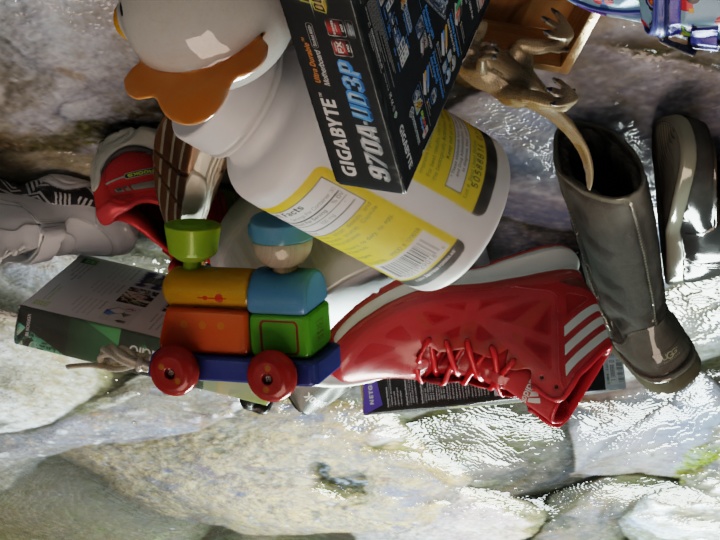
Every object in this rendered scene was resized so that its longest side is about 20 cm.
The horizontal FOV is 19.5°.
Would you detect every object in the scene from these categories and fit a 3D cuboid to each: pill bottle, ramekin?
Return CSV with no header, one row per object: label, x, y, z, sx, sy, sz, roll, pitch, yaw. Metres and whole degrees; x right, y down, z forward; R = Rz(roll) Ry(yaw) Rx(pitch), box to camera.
pill bottle,-0.014,-0.075,1.305,0.199,0.112,0.111,28,144,-27
ramekin,0.000,0.000,1.482,0.201,0.095,0.203,-17,148,-11

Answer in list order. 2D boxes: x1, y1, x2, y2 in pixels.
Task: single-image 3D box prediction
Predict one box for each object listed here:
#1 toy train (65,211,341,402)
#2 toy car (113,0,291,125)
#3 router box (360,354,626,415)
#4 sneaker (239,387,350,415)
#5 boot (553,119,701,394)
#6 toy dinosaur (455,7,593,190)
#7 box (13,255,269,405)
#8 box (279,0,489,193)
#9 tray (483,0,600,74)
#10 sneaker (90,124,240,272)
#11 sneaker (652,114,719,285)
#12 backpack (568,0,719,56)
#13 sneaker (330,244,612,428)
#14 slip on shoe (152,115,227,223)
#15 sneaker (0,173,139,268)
toy train,-0.115,0.017,1.388,0.199,0.117,0.085,2,-165,20
toy car,-0.096,-0.160,1.127,0.176,0.201,0.185,-9,141,22
router box,0.108,0.080,1.659,0.156,0.053,0.200,-8,175,22
sneaker,-0.025,0.071,1.698,0.199,0.091,0.066,-17,147,33
boot,0.170,-0.023,1.500,0.072,0.182,0.200,-39,129,-9
toy dinosaur,0.096,-0.121,1.306,0.199,0.059,0.101,25,161,-25
box,-0.144,0.043,1.581,0.199,0.037,0.144,12,-162,9
box,0.013,-0.165,1.135,0.046,0.160,0.201,9,145,21
tray,0.107,-0.192,1.247,0.098,0.037,0.200,8,151,-9
sneaker,-0.113,-0.031,1.520,0.199,0.085,0.077,22,148,-30
sneaker,0.261,-0.057,1.462,0.105,0.075,0.200,-8,157,5
backpack,0.162,-0.207,1.076,0.199,0.135,0.184,7,123,9
sneaker,0.081,0.058,1.421,0.199,0.116,0.079,-20,148,-12
slip on shoe,-0.095,-0.098,1.390,0.060,0.076,0.201,-7,137,-22
sneaker,-0.262,-0.015,1.533,0.199,0.116,0.075,16,150,-23
